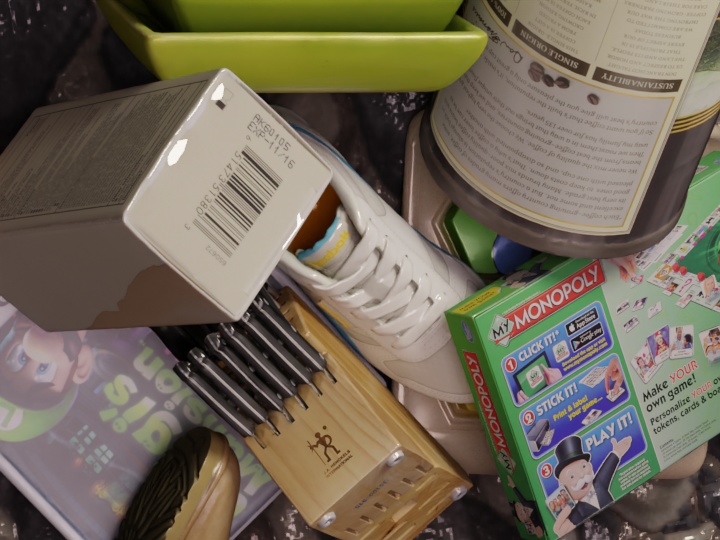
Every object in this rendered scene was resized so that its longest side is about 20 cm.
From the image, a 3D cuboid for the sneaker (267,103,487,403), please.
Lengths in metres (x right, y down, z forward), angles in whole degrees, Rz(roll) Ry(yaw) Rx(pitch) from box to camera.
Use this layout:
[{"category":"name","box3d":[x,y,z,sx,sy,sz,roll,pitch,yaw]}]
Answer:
[{"category":"sneaker","box3d":[0.000,0.000,1.431,0.200,0.081,0.077,42,99,-6]}]

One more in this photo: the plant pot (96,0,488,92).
[{"category":"plant pot","box3d":[-0.036,-0.186,1.357,0.198,0.199,0.183,-1,104,-14]}]

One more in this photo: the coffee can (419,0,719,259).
[{"category":"coffee can","box3d":[0.124,-0.128,1.379,0.145,0.147,0.201,5,132,-14]}]

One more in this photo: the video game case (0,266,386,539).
[{"category":"video game case","box3d":[-0.114,0.053,1.455,0.182,0.023,0.200,-44,105,-4]}]

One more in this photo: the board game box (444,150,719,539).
[{"category":"board game box","box3d":[0.146,0.039,1.463,0.199,0.029,0.135,-29,109,-28]}]

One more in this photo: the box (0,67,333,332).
[{"category":"box","box3d":[-0.111,-0.030,1.320,0.078,0.200,0.095,42,68,-23]}]

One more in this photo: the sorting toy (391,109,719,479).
[{"category":"sorting toy","box3d":[0.110,0.016,1.498,0.184,0.036,0.202,3,97,-14]}]

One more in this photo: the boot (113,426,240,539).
[{"category":"boot","box3d":[-0.042,0.189,1.458,0.199,0.066,0.176,24,107,-22]}]

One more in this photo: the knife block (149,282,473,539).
[{"category":"knife block","box3d":[-0.038,0.055,1.428,0.064,0.200,0.176,-40,68,6]}]
